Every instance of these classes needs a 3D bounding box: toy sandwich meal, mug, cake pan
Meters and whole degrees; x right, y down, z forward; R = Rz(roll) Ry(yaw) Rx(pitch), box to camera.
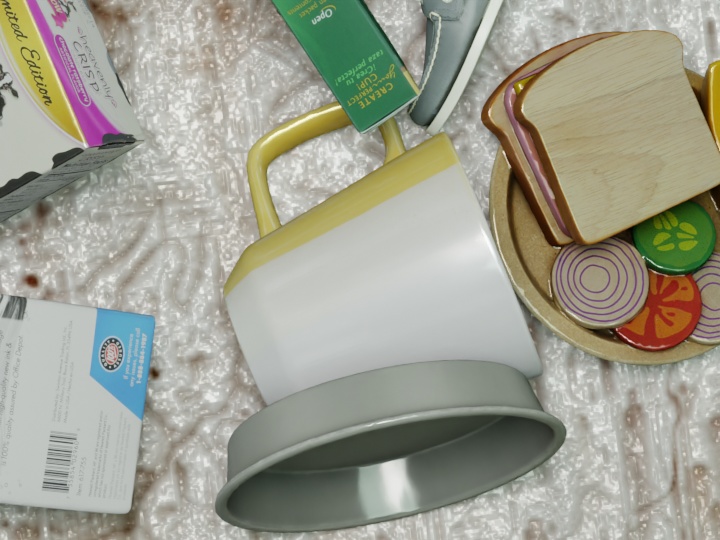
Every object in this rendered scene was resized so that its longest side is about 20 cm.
[{"bbox_3d":[0.167,-0.046,1.424,0.205,0.070,0.206,2,80,-12],"label":"toy sandwich meal"},{"bbox_3d":[0.004,0.009,1.402,0.153,0.187,0.150,-23,123,2],"label":"mug"},{"bbox_3d":[0.014,0.098,1.359,0.200,0.200,0.037,-10,69,-6],"label":"cake pan"}]

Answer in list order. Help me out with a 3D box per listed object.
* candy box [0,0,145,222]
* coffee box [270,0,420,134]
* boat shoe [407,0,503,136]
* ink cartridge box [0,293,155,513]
[{"bbox_3d":[-0.232,-0.089,1.345,0.200,0.061,0.137,-27,84,28],"label":"candy box"},{"bbox_3d":[-0.042,-0.179,1.366,0.044,0.123,0.200,-34,107,3],"label":"coffee box"},{"bbox_3d":[0.058,-0.177,1.414,0.062,0.073,0.200,20,110,0],"label":"boat shoe"},{"bbox_3d":[-0.223,0.068,1.353,0.200,0.068,0.116,10,85,-32],"label":"ink cartridge box"}]
